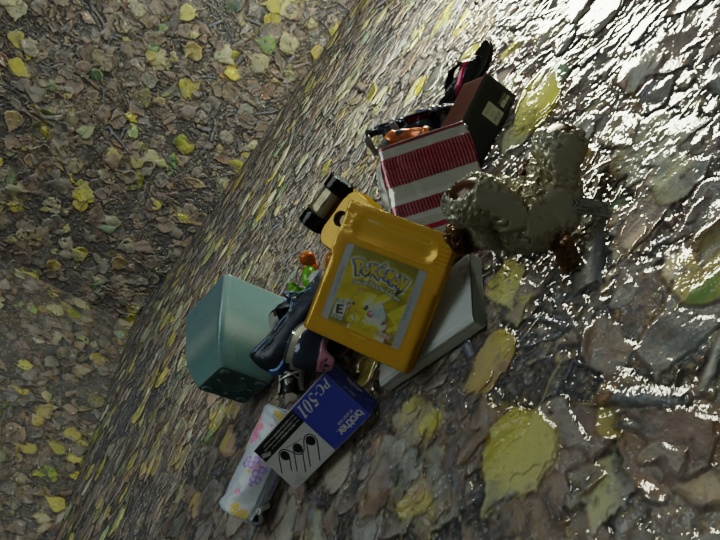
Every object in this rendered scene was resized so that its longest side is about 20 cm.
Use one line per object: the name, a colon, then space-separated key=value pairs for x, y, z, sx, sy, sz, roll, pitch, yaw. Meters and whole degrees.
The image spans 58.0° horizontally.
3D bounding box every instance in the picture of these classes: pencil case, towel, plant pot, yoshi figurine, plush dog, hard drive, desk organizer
pencil case: x=-0.167 y=0.333 z=1.122 sx=0.091 sy=0.083 sz=0.200 roll=-13 pitch=50 yaw=63
towel: x=0.112 y=-0.110 z=0.951 sx=0.144 sy=0.023 sz=0.201 roll=-16 pitch=71 yaw=10
plant pot: x=-0.265 y=0.167 z=1.414 sx=0.196 sy=0.195 sz=0.200 roll=-41 pitch=37 yaw=38
yoshi figurine: x=-0.085 y=0.034 z=1.296 sx=0.112 sy=0.112 sz=0.200 roll=-37 pitch=34 yaw=31
plush dog: x=0.198 y=-0.074 z=0.822 sx=0.200 sy=0.161 sz=0.172 roll=-33 pitch=8 yaw=-8
hard drive: x=0.101 y=0.077 z=0.950 sx=0.200 sy=0.026 sz=0.132 roll=-42 pitch=28 yaw=37
desk organizer: x=0.177 y=-0.226 z=1.106 sx=0.200 sy=0.072 sz=0.077 roll=-62 pitch=20 yaw=-7

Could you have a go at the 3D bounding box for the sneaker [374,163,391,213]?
sneaker: x=0.083 y=-0.104 z=1.058 sx=0.080 sy=0.077 sz=0.201 roll=-28 pitch=72 yaw=34

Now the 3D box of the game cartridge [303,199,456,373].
game cartridge: x=0.027 y=0.020 z=0.922 sx=0.032 sy=0.176 sz=0.201 roll=8 pitch=-77 yaw=-68

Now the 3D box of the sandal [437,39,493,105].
sandal: x=0.192 y=-0.371 z=1.287 sx=0.200 sy=0.045 sz=0.075 roll=-53 pitch=23 yaw=16

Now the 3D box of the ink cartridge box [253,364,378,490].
ink cartridge box: x=-0.072 y=0.244 z=1.009 sx=0.200 sy=0.094 sz=0.044 roll=-49 pitch=-3 yaw=23

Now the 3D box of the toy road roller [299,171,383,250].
toy road roller: x=-0.009 y=-0.097 z=1.316 sx=0.200 sy=0.146 sz=0.123 roll=45 pitch=107 yaw=29

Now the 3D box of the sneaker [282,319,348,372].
sneaker: x=-0.049 y=0.102 z=1.026 sx=0.200 sy=0.082 sz=0.070 roll=-52 pitch=-23 yaw=-60

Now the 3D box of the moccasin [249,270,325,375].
moccasin: x=-0.113 y=0.073 z=1.069 sx=0.200 sy=0.068 sz=0.081 roll=-59 pitch=-12 yaw=-32

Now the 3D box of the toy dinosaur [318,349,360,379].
toy dinosaur: x=-0.059 y=0.148 z=1.098 sx=0.077 sy=0.102 sz=0.200 roll=-54 pitch=21 yaw=15

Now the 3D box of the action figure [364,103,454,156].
action figure: x=0.088 y=-0.241 z=1.218 sx=0.200 sy=0.105 sz=0.193 roll=-9 pitch=13 yaw=36

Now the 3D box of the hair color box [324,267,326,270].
hair color box: x=0.000 y=0.000 z=1.085 sx=0.100 sy=0.060 sz=0.200 roll=67 pitch=154 yaw=19

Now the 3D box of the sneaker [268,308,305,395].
sneaker: x=-0.123 y=0.159 z=1.194 sx=0.201 sy=0.075 sz=0.116 roll=87 pitch=176 yaw=-50
